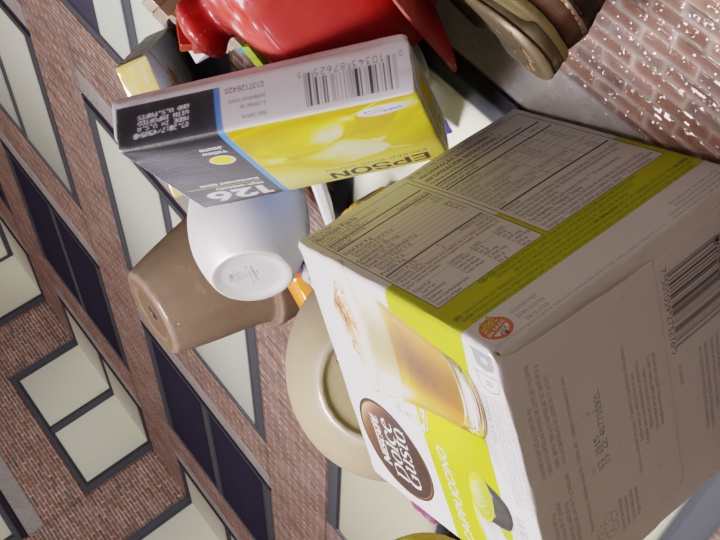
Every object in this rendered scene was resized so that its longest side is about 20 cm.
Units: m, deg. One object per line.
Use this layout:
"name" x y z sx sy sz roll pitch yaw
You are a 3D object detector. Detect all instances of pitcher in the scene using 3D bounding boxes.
"pitcher" -0.107 -0.063 1.009 0.172 0.119 0.203 65 -166 -54

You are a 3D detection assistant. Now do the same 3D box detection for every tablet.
"tablet" -0.056 -0.133 0.884 0.201 0.013 0.132 -110 1 -58

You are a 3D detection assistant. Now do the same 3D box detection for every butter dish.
"butter dish" -0.056 -0.197 0.639 0.202 0.147 0.199 60 -167 26

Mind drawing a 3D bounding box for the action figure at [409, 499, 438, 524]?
"action figure" 0.089 0.156 0.979 0.149 0.132 0.203 -115 6 -59

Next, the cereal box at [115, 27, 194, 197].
"cereal box" -0.205 -0.178 1.085 0.201 0.039 0.146 -99 -12 -68

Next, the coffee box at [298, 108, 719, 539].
"coffee box" 0.110 0.044 0.638 0.197 0.198 0.202 27 142 50

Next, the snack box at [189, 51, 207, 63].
"snack box" -0.096 -0.232 0.873 0.025 0.071 0.199 59 157 -9

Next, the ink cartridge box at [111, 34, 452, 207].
"ink cartridge box" -0.040 -0.088 0.691 0.200 0.194 0.048 39 -139 -71

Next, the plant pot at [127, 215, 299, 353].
"plant pot" -0.188 0.009 1.230 0.200 0.173 0.202 45 155 28

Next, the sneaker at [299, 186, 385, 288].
"sneaker" 0.000 0.000 0.965 0.089 0.075 0.200 54 157 6

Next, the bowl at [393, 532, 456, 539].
"bowl" 0.116 0.379 1.159 0.200 0.107 0.202 45 154 29

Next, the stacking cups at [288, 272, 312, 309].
"stacking cups" -0.039 0.057 1.131 0.202 0.060 0.060 58 157 2

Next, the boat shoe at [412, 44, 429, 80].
"boat shoe" -0.011 -0.134 0.827 0.073 0.068 0.199 61 157 -10

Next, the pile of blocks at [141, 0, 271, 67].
"pile of blocks" -0.099 -0.181 0.783 0.198 0.063 0.082 26 159 31

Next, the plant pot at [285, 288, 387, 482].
"plant pot" 0.023 0.083 0.813 0.202 0.199 0.134 55 -172 5

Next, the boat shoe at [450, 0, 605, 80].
"boat shoe" 0.079 -0.186 0.590 0.072 0.068 0.201 38 -168 -42
